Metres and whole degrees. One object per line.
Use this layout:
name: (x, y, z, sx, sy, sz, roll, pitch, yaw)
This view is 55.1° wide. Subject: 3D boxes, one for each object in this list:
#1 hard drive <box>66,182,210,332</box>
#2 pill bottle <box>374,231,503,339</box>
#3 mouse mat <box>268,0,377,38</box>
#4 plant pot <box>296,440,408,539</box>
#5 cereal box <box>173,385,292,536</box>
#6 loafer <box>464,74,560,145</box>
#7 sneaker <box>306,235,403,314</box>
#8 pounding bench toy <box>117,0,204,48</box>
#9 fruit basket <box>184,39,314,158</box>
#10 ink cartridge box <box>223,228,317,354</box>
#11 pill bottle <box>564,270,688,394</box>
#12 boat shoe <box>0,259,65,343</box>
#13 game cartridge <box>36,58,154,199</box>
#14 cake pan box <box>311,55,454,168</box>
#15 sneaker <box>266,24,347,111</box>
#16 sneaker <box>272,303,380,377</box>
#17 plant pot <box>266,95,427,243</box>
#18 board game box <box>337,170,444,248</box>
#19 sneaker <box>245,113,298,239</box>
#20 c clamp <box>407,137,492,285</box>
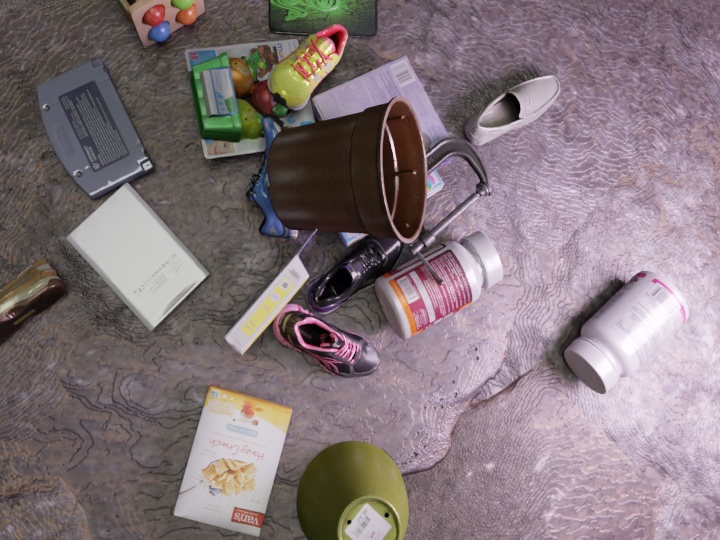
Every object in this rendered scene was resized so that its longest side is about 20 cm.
hard drive: (-0.357, -0.022, 1.116, 0.132, 0.026, 0.200, -43, 91, -10)
pill bottle: (0.130, 0.021, 1.137, 0.196, 0.110, 0.112, -27, 88, -10)
mouse mat: (-0.065, -0.494, 1.219, 0.194, 0.008, 0.166, 0, 84, -7)
plant pot: (-0.002, 0.367, 1.034, 0.181, 0.200, 0.193, 1, 84, -7)
cereal box: (-0.200, 0.301, 1.095, 0.140, 0.040, 0.206, 15, 82, -6)
loafer: (0.273, -0.286, 1.210, 0.198, 0.070, 0.071, -34, 89, -10)
sneaker: (0.000, 0.000, 1.131, 0.199, 0.088, 0.076, -40, 89, -11)
pounding bench toy: (-0.311, -0.489, 1.124, 0.198, 0.124, 0.158, -35, 89, -10)
fruit basket: (-0.177, -0.288, 1.138, 0.194, 0.094, 0.191, -11, 85, -12)
ink cartridge box: (-0.128, 0.036, 1.055, 0.047, 0.198, 0.200, 44, 81, -4)
pill bottle: (0.447, 0.106, 1.169, 0.199, 0.113, 0.114, -40, 90, -10)
boat shoe: (-0.560, 0.057, 1.067, 0.198, 0.072, 0.077, -35, 75, -17)
game cartridge: (-0.438, -0.227, 1.124, 0.131, 0.042, 0.204, -27, 88, -5)
cake pan box: (0.036, -0.237, 1.148, 0.181, 0.052, 0.204, -27, 82, -11)
sneaker: (-0.082, -0.340, 1.117, 0.078, 0.090, 0.202, 39, 50, -13)
sneaker: (-0.043, 0.120, 1.096, 0.197, 0.095, 0.081, 26, 78, -24)
plant pot: (-0.022, -0.140, 1.014, 0.193, 0.199, 0.207, -1, 83, 23)
board game box: (0.025, -0.149, 1.172, 0.197, 0.034, 0.136, -31, 82, -10)
sneaker: (-0.146, -0.147, 1.110, 0.086, 0.079, 0.206, -3, 110, -1)
c clamp: (0.135, -0.107, 1.104, 0.171, 0.027, 0.200, 44, 82, 6)
